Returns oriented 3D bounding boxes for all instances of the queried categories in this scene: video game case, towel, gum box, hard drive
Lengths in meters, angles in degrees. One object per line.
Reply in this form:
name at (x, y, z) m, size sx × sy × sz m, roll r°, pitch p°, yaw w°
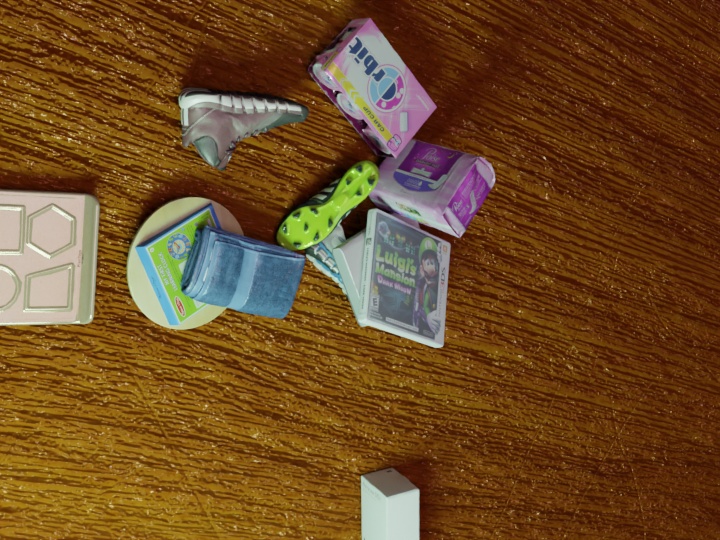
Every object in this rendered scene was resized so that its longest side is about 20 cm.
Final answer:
video game case at (0.076, 0.016, 1.504) m, size 0.198 × 0.023 × 0.186 m, roll 21°, pitch 68°, yaw -43°
towel at (-0.176, 0.007, 1.403) m, size 0.198 × 0.048 × 0.114 m, roll 16°, pitch 91°, yaw -44°
gum box at (0.018, -0.293, 1.459) m, size 0.114 × 0.066 × 0.200 m, roll -50°, pitch 119°, yaw -12°
hard drive at (0.042, -0.013, 1.507) m, size 0.199 × 0.026 × 0.134 m, roll -34°, pitch 108°, yaw -45°

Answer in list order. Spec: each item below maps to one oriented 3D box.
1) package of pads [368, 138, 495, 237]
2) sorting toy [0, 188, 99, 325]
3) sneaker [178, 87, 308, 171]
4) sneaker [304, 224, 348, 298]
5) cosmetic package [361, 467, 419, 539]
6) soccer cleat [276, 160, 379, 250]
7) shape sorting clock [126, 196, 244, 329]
package of pads at (0.110, -0.140, 1.467) m, size 0.122 × 0.198 × 0.076 m, roll -56°, pitch 133°, yaw -10°
sorting toy at (-0.468, -0.018, 1.271) m, size 0.196 × 0.036 × 0.189 m, roll 1°, pitch 101°, yaw -25°
sneaker at (-0.178, -0.206, 1.374) m, size 0.196 × 0.076 × 0.118 m, roll 2°, pitch 106°, yaw -19°
sneaker at (0.000, 0.000, 1.518) m, size 0.087 × 0.074 × 0.200 m, roll -52°, pitch 122°, yaw -17°
cosmetic package at (0.053, 0.471, 1.637) m, size 0.070 × 0.101 × 0.205 m, roll -7°, pitch 104°, yaw -26°
soccer cleat at (-0.049, -0.101, 1.468) m, size 0.199 × 0.081 × 0.068 m, roll -38°, pitch 94°, yaw 5°
shape sorting clock at (-0.260, -0.011, 1.383) m, size 0.197 × 0.039 × 0.204 m, roll -13°, pitch 110°, yaw -39°
